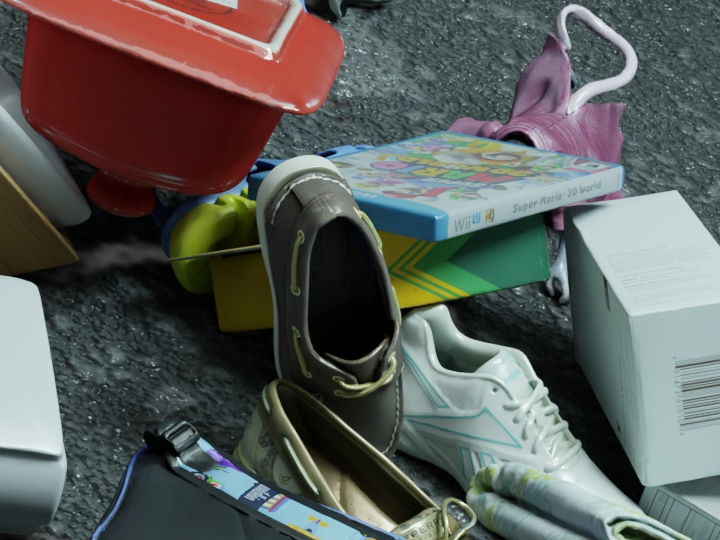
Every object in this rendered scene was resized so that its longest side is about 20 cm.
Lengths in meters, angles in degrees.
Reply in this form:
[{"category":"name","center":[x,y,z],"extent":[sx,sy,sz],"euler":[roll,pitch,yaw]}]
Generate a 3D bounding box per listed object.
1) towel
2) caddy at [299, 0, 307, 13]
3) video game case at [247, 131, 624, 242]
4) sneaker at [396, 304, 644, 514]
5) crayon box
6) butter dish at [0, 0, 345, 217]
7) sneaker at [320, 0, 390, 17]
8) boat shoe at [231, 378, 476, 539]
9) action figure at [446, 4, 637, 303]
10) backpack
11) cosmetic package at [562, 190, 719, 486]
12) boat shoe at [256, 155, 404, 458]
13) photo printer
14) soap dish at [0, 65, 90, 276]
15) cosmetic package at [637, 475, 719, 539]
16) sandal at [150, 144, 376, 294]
[{"category":"towel","center":[0.158,0.160,1.362],"extent":[0.171,0.048,0.200],"euler":[31,-5,-15]},{"category":"caddy","center":[-0.087,-0.167,1.704],"extent":[0.104,0.143,0.200],"euler":[5,0,-17]},{"category":"video game case","center":[0.048,-0.053,1.565],"extent":[0.142,0.018,0.199],"euler":[14,19,36]},{"category":"sneaker","center":[0.086,0.096,1.497],"extent":[0.200,0.081,0.070],"euler":[35,33,19]},{"category":"crayon box","center":[0.000,0.000,1.555],"extent":[0.199,0.052,0.125],"euler":[-9,1,-39]},{"category":"butter dish","center":[-0.124,-0.102,1.535],"extent":[0.199,0.149,0.200],"euler":[20,20,-1]},{"category":"sneaker","center":[0.019,-0.242,1.992],"extent":[0.199,0.074,0.080],"euler":[-26,68,-44]},{"category":"boat shoe","center":[0.009,0.138,1.403],"extent":[0.199,0.063,0.073],"euler":[35,34,22]},{"category":"action figure","center":[0.131,-0.078,1.733],"extent":[0.134,0.149,0.200],"euler":[34,20,11]},{"category":"backpack","center":[-0.045,0.189,1.227],"extent":[0.199,0.135,0.183],"euler":[21,31,1]},{"category":"cosmetic package","center":[0.181,0.036,1.552],"extent":[0.080,0.114,0.200],"euler":[-9,18,-6]},{"category":"boat shoe","center":[-0.010,0.034,1.432],"extent":[0.071,0.201,0.060],"euler":[-20,34,-13]},{"category":"photo printer","center":[-0.262,0.059,1.360],"extent":[0.199,0.070,0.167],"euler":[9,34,-19]},{"category":"soap dish","center":[-0.251,-0.097,1.509],"extent":[0.158,0.081,0.200],"euler":[56,1,42]},{"category":"cosmetic package","center":[0.241,0.123,1.570],"extent":[0.082,0.051,0.200],"euler":[31,34,17]},{"category":"sandal","center":[-0.058,-0.049,1.638],"extent":[0.199,0.080,0.087],"euler":[-11,40,-43]}]
